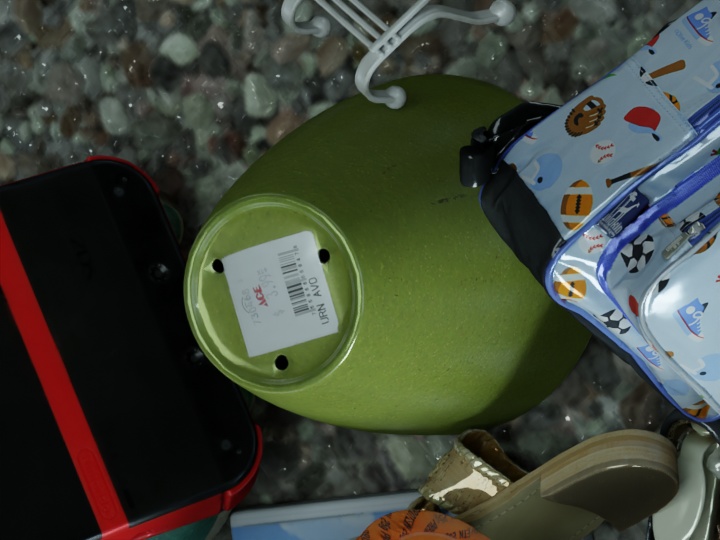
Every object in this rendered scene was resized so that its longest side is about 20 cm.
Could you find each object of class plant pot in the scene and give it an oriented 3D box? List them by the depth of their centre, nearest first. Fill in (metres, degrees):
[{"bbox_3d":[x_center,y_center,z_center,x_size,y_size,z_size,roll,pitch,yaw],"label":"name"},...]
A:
[{"bbox_3d":[0.000,0.000,1.373,0.187,0.200,0.188,2,95,24],"label":"plant pot"}]

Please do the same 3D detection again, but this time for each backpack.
[{"bbox_3d":[0.176,-0.035,1.296,0.191,0.200,0.154,-47,48,3],"label":"backpack"}]

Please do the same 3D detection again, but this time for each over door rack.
[{"bbox_3d":[0.035,-0.193,1.395,0.200,0.067,0.148,-51,53,7],"label":"over door rack"}]

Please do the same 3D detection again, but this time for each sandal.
[{"bbox_3d":[0.073,0.108,1.409,0.211,0.078,0.070,-29,47,38],"label":"sandal"}]

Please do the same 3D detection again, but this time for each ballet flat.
[{"bbox_3d":[0.160,0.154,1.389,0.073,0.073,0.201,13,100,22],"label":"ballet flat"}]

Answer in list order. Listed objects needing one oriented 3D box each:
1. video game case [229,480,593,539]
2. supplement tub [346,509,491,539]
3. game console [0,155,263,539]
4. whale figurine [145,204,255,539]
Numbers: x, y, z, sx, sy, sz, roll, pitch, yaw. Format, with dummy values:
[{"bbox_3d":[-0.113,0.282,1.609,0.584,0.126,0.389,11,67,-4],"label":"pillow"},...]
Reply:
[{"bbox_3d":[0.035,0.205,1.475,0.199,0.022,0.183,-8,91,25],"label":"video game case"},{"bbox_3d":[-0.001,0.213,1.382,0.123,0.122,0.200,44,132,14],"label":"supplement tub"},{"bbox_3d":[-0.156,0.048,1.427,0.176,0.031,0.200,-19,74,-20],"label":"game console"},{"bbox_3d":[-0.135,0.065,1.493,0.159,0.104,0.201,1,93,24],"label":"whale figurine"}]
